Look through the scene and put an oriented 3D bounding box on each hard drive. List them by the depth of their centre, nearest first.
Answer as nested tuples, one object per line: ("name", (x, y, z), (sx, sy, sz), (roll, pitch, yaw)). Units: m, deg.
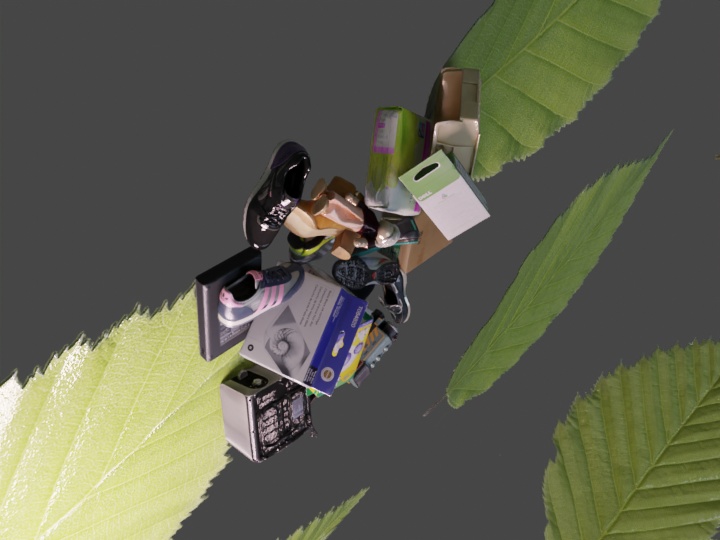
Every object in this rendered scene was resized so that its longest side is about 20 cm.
("hard drive", (-0.246, 0.064, 1.431), (0.138, 0.033, 0.204), (-32, 145, -36))

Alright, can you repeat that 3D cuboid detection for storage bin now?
("storage bin", (0.192, -0.282, 1.562), (0.203, 0.091, 0.202), (-79, 175, -46))

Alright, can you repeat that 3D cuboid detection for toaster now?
("toaster", (-0.197, 0.297, 1.637), (0.179, 0.117, 0.206), (-25, 122, -41))

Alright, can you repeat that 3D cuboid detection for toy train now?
("toy train", (0.006, 0.192, 1.877), (0.200, 0.113, 0.086), (-47, 152, -13))

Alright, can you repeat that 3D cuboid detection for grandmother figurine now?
("grandmother figurine", (-0.003, -0.094, 1.415), (0.197, 0.124, 0.060), (23, 144, -37))

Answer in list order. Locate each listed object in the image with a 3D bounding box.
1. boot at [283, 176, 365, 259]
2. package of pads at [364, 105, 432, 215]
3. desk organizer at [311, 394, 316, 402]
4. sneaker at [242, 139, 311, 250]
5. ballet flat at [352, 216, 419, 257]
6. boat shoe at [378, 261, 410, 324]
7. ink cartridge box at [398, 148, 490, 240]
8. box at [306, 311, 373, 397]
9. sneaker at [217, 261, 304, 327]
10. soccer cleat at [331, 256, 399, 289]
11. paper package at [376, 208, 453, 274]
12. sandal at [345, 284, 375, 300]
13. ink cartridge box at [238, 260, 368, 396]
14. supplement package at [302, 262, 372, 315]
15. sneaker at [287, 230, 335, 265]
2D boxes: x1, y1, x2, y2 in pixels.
("boot", (-0.072, -0.128, 1.451), (0.199, 0.070, 0.147), (35, 53, -26))
("package of pads", (0.077, -0.218, 1.520), (0.153, 0.067, 0.206), (2, 96, -59))
("desk organizer", (-0.106, 0.220, 1.773), (0.202, 0.076, 0.072), (-52, 152, -4))
("sneaker", (-0.145, -0.121, 1.308), (0.074, 0.088, 0.204), (14, 108, -30))
("ballet flat", (0.046, -0.077, 1.635), (0.072, 0.197, 0.075), (14, 71, -44))
("boat shoe", (0.084, 0.069, 1.907), (0.062, 0.074, 0.203), (-39, 147, -27))
("ink cartridge box", (0.163, -0.161, 1.487), (0.102, 0.060, 0.200), (-29, 130, 21))
("box", (-0.049, 0.183, 1.602), (0.116, 0.048, 0.203), (-22, 142, -42))
("sneaker", (-0.176, 0.026, 1.389), (0.199, 0.070, 0.083), (-36, 150, -35))
("soccer cleat", (0.000, 0.000, 1.687), (0.197, 0.072, 0.070), (-1, 103, -44))
("paper package", (0.138, -0.129, 1.743), (0.189, 0.103, 0.203), (-32, 146, -33))
("sandal", (-0.037, 0.086, 1.736), (0.204, 0.074, 0.048), (-60, 175, -8))
("ink cartridge box", (-0.109, 0.111, 1.461), (0.041, 0.195, 0.204), (66, 46, -77))
("supplement package", (-0.082, 0.078, 1.606), (0.121, 0.121, 0.200), (-52, 153, 2))
("sneaker", (-0.075, -0.072, 1.527), (0.197, 0.074, 0.082), (-28, 157, -35))
